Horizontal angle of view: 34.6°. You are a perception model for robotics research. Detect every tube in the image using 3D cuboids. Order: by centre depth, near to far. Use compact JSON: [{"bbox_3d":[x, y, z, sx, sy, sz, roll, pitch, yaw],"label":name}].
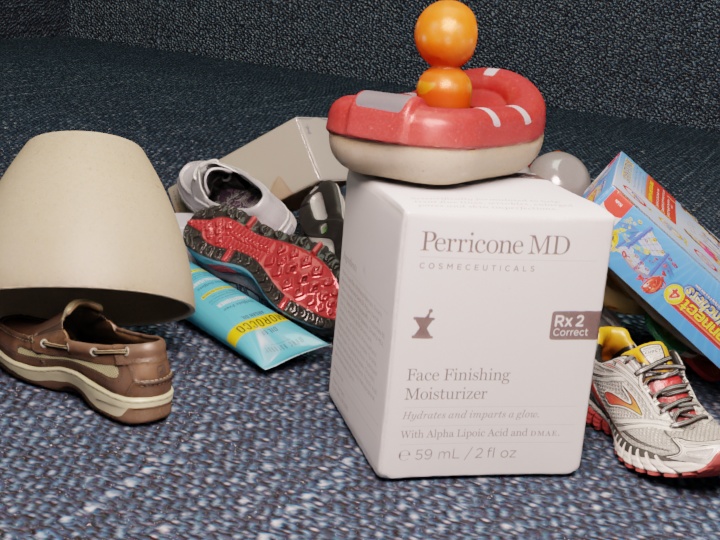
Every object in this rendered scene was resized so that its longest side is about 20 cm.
[{"bbox_3d":[-0.120,0.045,1.087,0.077,0.051,0.199,-23,35,-36],"label":"tube"}]

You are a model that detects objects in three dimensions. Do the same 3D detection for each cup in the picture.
[{"bbox_3d":[-0.240,-0.037,0.999,0.198,0.145,0.200,0,-11,0],"label":"cup"}]

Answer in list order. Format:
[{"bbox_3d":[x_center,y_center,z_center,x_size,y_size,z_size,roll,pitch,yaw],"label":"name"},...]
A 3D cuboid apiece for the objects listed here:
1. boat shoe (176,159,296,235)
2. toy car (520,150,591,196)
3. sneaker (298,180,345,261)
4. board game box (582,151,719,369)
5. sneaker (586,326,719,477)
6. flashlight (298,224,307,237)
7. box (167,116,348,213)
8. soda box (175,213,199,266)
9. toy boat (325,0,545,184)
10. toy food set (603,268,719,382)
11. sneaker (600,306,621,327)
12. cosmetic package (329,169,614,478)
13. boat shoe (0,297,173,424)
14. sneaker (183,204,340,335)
[{"bbox_3d":[-0.146,-0.084,1.231,0.072,0.069,0.200,-40,41,-9],"label":"boat shoe"},{"bbox_3d":[0.177,-0.113,1.444,0.198,0.151,0.175,-2,-21,-25],"label":"toy car"},{"bbox_3d":[0.000,0.000,1.218,0.115,0.075,0.202,38,28,-34],"label":"sneaker"},{"bbox_3d":[0.288,-0.010,1.059,0.196,0.056,0.200,42,20,2],"label":"board game box"},{"bbox_3d":[0.229,0.103,0.918,0.077,0.083,0.200,-1,18,-22],"label":"sneaker"},{"bbox_3d":[-0.068,-0.019,1.297,0.067,0.068,0.200,16,23,18],"label":"flashlight"},{"bbox_3d":[-0.114,-0.101,1.339,0.199,0.078,0.095,-25,-7,29],"label":"box"},{"bbox_3d":[-0.265,-0.022,1.215,0.198,0.069,0.064,-1,17,-22],"label":"soda box"},{"bbox_3d":[0.066,-0.142,0.899,0.129,0.132,0.199,12,15,32],"label":"toy boat"},{"bbox_3d":[0.285,0.024,1.135,0.198,0.049,0.200,43,20,3],"label":"toy food set"},{"bbox_3d":[0.162,0.025,1.087,0.199,0.074,0.079,34,27,-3],"label":"sneaker"},{"bbox_3d":[0.077,0.033,0.895,0.163,0.202,0.165,0,16,-15],"label":"cosmetic package"},{"bbox_3d":[-0.225,0.057,0.940,0.201,0.076,0.074,16,19,32],"label":"boat shoe"},{"bbox_3d":[-0.082,0.007,1.145,0.199,0.096,0.079,32,68,25],"label":"sneaker"}]
